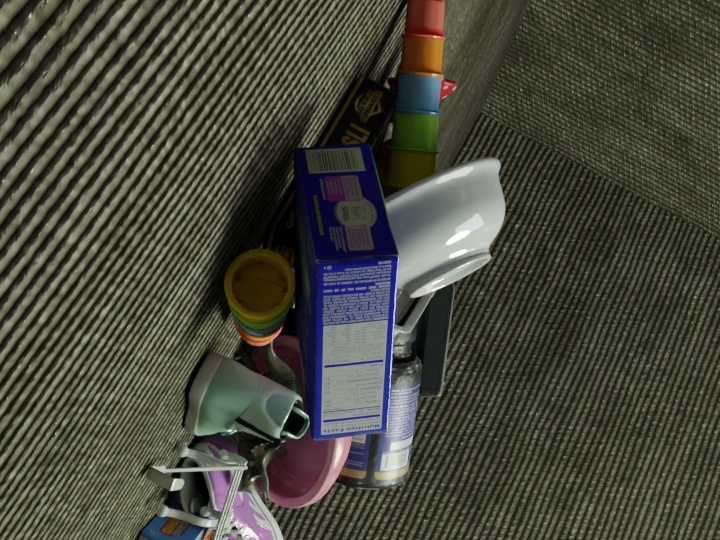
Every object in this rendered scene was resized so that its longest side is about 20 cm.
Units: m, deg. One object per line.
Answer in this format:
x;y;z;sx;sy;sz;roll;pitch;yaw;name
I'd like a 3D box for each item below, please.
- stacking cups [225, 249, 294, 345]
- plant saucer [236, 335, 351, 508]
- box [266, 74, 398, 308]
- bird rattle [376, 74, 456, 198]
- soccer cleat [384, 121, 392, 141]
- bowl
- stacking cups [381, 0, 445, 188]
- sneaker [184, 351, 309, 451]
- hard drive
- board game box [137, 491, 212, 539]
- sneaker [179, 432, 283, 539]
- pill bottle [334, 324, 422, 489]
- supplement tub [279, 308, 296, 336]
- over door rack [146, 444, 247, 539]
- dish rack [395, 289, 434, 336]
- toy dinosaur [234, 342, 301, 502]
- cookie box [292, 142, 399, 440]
-0.095;0.037;1.196;0.061;0.060;0.200;-61;178;-16;stacking cups
-0.074;0.176;1.541;0.051;0.201;0.201;-2;130;-39;plant saucer
-0.034;-0.079;1.338;0.201;0.049;0.160;-61;178;-23;box
0.053;-0.129;1.491;0.201;0.112;0.163;-60;-169;17;bird rattle
0.044;-0.168;1.646;0.085;0.068;0.201;-24;138;-67;soccer cleat
0.075;-0.032;1.365;0.200;0.091;0.201;-24;172;-4;bowl
0.063;-0.186;1.379;0.061;0.060;0.202;-20;117;-84;stacking cups
-0.114;0.152;1.339;0.074;0.118;0.201;-62;177;-16;sneaker
0.061;0.092;1.675;0.200;0.033;0.141;162;-64;-70;hard drive
-0.246;0.372;1.559;0.197;0.056;0.200;-64;176;11;board game box
-0.158;0.294;1.512;0.072;0.202;0.114;-20;-172;21;sneaker
0.014;0.150;1.559;0.112;0.111;0.202;-47;145;-75;pill bottle
-0.048;0.092;1.700;0.201;0.122;0.123;-67;-179;-52;supplement tub
-0.195;0.262;1.354;0.200;0.066;0.149;8;99;-72;over door rack
0.000;0.000;1.510;0.044;0.171;0.200;-47;-178;23;dish rack
-0.107;0.151;1.493;0.201;0.102;0.077;-66;173;13;toy dinosaur
-0.017;0.018;1.157;0.172;0.074;0.201;-103;-168;-51;cookie box
